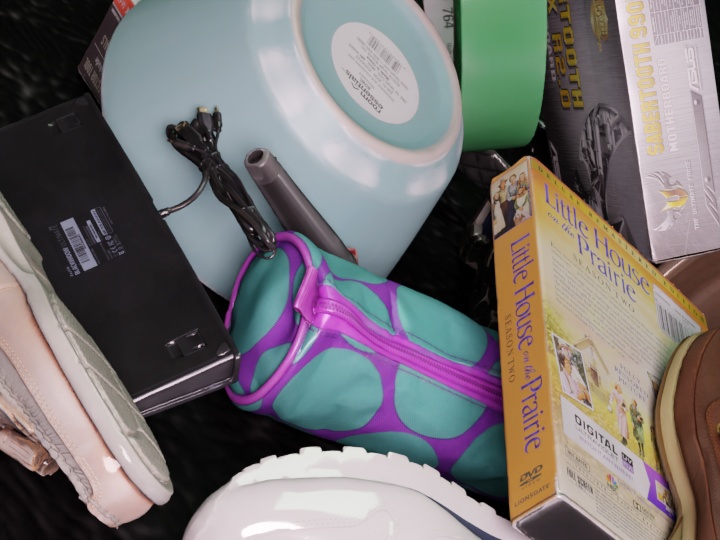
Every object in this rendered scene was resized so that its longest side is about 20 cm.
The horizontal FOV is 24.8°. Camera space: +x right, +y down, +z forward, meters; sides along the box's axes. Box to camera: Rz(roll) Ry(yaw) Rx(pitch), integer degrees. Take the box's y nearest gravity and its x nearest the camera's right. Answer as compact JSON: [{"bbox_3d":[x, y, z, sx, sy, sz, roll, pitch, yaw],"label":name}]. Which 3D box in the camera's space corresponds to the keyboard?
[{"bbox_3d":[-0.100,-0.016,0.728,0.126,0.021,0.200,-24,48,-12],"label":"keyboard"}]

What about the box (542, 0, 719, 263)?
[{"bbox_3d":[0.136,-0.111,0.869,0.048,0.202,0.158,-11,8,-8],"label":"box"}]

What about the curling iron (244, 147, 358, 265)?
[{"bbox_3d":[0.000,0.000,0.798,0.200,0.049,0.026,48,24,-43],"label":"curling iron"}]

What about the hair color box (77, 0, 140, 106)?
[{"bbox_3d":[-0.055,-0.089,0.972,0.199,0.064,0.111,13,30,-40],"label":"hair color box"}]

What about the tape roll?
[{"bbox_3d":[0.065,-0.169,0.933,0.048,0.202,0.201,-5,29,-3],"label":"tape roll"}]

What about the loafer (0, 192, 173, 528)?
[{"bbox_3d":[-0.140,0.028,0.633,0.200,0.063,0.072,53,-5,33],"label":"loafer"}]

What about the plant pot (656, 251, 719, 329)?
[{"bbox_3d":[0.246,0.093,0.882,0.200,0.200,0.174,50,9,36],"label":"plant pot"}]

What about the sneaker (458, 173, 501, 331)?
[{"bbox_3d":[0.117,0.006,0.994,0.089,0.079,0.200,26,23,-11],"label":"sneaker"}]

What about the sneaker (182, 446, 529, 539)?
[{"bbox_3d":[0.025,0.131,0.621,0.199,0.077,0.081,21,34,-26],"label":"sneaker"}]

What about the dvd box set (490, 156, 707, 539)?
[{"bbox_3d":[0.115,0.060,0.726,0.146,0.029,0.201,38,34,-31],"label":"dvd box set"}]

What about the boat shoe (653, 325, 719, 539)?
[{"bbox_3d":[0.166,0.090,0.673,0.072,0.067,0.201,45,31,-21],"label":"boat shoe"}]

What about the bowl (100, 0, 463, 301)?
[{"bbox_3d":[-0.023,-0.086,0.845,0.200,0.105,0.202,25,49,-33],"label":"bowl"}]

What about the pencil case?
[{"bbox_3d":[0.034,0.052,0.764,0.199,0.086,0.092,22,-19,-26],"label":"pencil case"}]

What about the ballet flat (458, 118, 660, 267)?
[{"bbox_3d":[0.142,-0.055,1.075,0.199,0.067,0.057,25,-10,11],"label":"ballet flat"}]
